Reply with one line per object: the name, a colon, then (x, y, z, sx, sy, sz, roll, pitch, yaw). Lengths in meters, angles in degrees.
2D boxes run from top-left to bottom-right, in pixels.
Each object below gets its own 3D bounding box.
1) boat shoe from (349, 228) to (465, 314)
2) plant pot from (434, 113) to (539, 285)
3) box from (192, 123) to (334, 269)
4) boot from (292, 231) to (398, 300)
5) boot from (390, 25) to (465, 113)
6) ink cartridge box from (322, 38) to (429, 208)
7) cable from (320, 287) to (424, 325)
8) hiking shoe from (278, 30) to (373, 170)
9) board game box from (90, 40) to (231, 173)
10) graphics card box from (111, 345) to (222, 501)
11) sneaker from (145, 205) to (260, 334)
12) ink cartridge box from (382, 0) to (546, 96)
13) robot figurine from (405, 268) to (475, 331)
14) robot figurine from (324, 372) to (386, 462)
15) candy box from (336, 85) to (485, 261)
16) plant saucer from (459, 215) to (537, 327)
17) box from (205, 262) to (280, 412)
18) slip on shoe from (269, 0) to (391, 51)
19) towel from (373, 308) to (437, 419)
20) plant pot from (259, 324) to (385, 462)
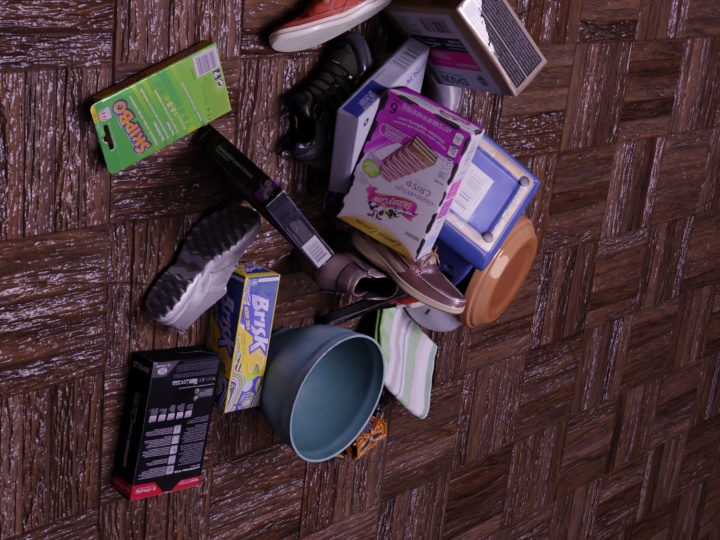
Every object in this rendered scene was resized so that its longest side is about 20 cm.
boat shoe: (0.078, -0.016, 1.683, 0.072, 0.200, 0.072, -57, 161, 21)
plant pot: (0.137, -0.107, 1.760, 0.200, 0.180, 0.200, 39, 73, -11)
box: (-0.127, -0.097, 1.514, 0.036, 0.200, 0.143, -42, 136, -4)
boot: (0.000, 0.000, 1.740, 0.199, 0.146, 0.071, -9, 117, -46)
boot: (0.095, -0.319, 1.778, 0.131, 0.070, 0.201, -3, 98, -45)
ink cartridge box: (0.023, -0.202, 1.679, 0.200, 0.040, 0.200, -50, 162, -36)
cable: (0.030, 0.056, 1.771, 0.051, 0.199, 0.097, 66, 12, 4)
hiking shoe: (-0.048, -0.241, 1.632, 0.100, 0.076, 0.201, 10, 100, -54)
board game box: (-0.250, -0.204, 1.459, 0.200, 0.030, 0.096, -37, 131, -36)
graphics card box: (-0.265, 0.207, 1.610, 0.125, 0.051, 0.201, -3, 110, -47)
sneaker: (-0.206, -0.003, 1.579, 0.200, 0.075, 0.082, -48, 147, -9)
ink cartridge box: (0.141, -0.334, 1.642, 0.075, 0.200, 0.165, -48, 121, -12)
robot figurine: (0.153, 0.006, 1.938, 0.200, 0.124, 0.150, -51, 135, -20)
robot figurine: (-0.009, 0.221, 1.898, 0.145, 0.058, 0.201, -36, 130, -33)
candy box: (0.067, -0.133, 1.609, 0.061, 0.136, 0.201, -29, 145, -61)
plant saucer: (0.228, 0.008, 1.881, 0.200, 0.037, 0.201, -48, 156, -29)
box: (-0.172, 0.093, 1.654, 0.070, 0.064, 0.201, -5, 110, -47)
slip on shoe: (-0.047, -0.354, 1.602, 0.200, 0.074, 0.061, -32, 90, -26)
towel: (0.074, 0.141, 1.925, 0.200, 0.031, 0.150, 50, 40, -50)
plant pot: (-0.078, 0.162, 1.733, 0.200, 0.134, 0.201, -29, 132, -38)
